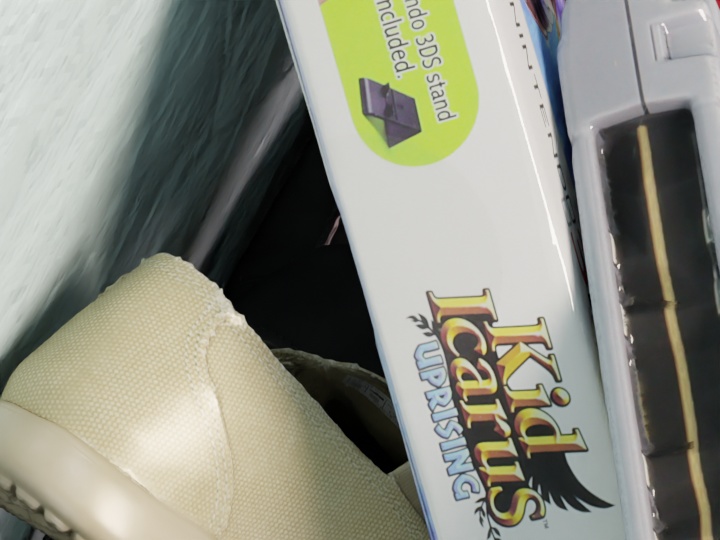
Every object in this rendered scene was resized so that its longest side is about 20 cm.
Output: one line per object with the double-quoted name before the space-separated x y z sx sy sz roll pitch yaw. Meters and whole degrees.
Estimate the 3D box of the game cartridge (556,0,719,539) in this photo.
"game cartridge" 0.081 0.052 0.613 0.133 0.040 0.201 52 27 -53

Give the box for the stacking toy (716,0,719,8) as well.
"stacking toy" 0.161 -0.075 0.842 0.116 0.200 0.110 -43 -148 6

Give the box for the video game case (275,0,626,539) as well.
"video game case" 0.037 -0.017 0.680 0.200 0.045 0.182 -31 106 -77

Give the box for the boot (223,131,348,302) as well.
"boot" 0.000 0.000 0.879 0.165 0.065 0.201 104 10 -69

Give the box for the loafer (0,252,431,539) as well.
"loafer" -0.003 0.059 0.672 0.200 0.076 0.068 36 83 -49

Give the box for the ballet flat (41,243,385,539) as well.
"ballet flat" -0.052 0.075 0.730 0.200 0.073 0.073 -56 173 -5
